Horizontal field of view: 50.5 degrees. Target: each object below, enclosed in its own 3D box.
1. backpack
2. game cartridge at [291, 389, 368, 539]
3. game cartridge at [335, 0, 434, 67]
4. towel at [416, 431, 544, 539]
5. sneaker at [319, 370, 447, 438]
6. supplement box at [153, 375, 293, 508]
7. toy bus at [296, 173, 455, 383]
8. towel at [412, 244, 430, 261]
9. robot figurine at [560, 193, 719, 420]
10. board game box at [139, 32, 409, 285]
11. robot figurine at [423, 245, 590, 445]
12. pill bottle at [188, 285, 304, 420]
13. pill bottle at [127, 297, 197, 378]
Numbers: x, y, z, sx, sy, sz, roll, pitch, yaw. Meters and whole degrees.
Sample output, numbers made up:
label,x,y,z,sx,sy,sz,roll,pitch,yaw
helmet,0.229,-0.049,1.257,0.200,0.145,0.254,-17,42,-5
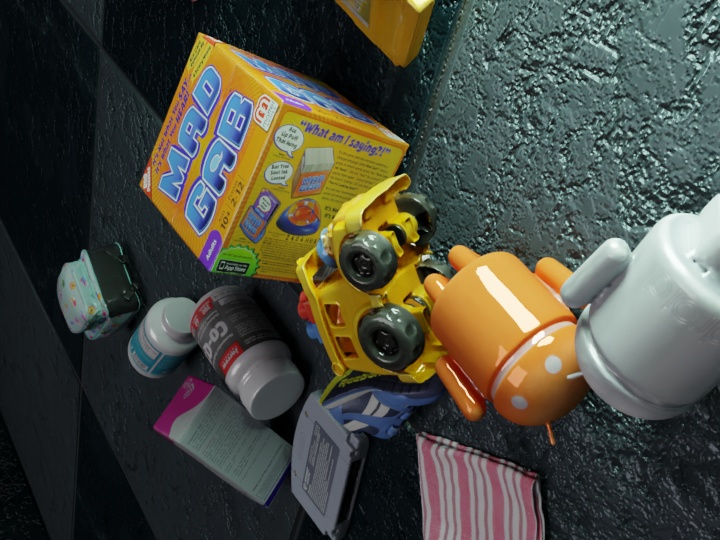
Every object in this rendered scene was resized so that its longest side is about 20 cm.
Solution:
label,x,y,z,sx,sy,sz,roll,pitch,yaw
backpack,-0.588,0.061,1.709,0.178,0.152,0.200,61,147,14
game cartridge,-0.051,0.283,1.129,0.133,0.041,0.203,45,133,43
game cartridge,-0.009,-0.308,0.782,0.200,0.032,0.176,49,176,2
towel,0.131,0.280,0.883,0.199,0.030,0.149,7,104,53
sneaker,0.039,0.157,0.941,0.198,0.074,0.083,-19,112,45
supplement box,-0.207,0.267,1.194,0.100,0.104,0.200,6,147,52
toy bus,-0.004,0.014,0.844,0.190,0.136,0.203,-6,113,36
towel,0.000,0.000,0.985,0.200,0.032,0.193,47,134,35
robot figurine,0.242,0.038,0.593,0.168,0.113,0.201,30,131,4
board game box,-0.106,-0.125,0.911,0.200,0.198,0.202,43,113,39
robot figurine,0.146,0.062,0.731,0.201,0.142,0.118,51,158,33
pill bottle,-0.177,0.127,1.190,0.200,0.113,0.115,48,134,36
pill bottle,-0.366,0.123,1.450,0.200,0.110,0.112,-41,67,50
